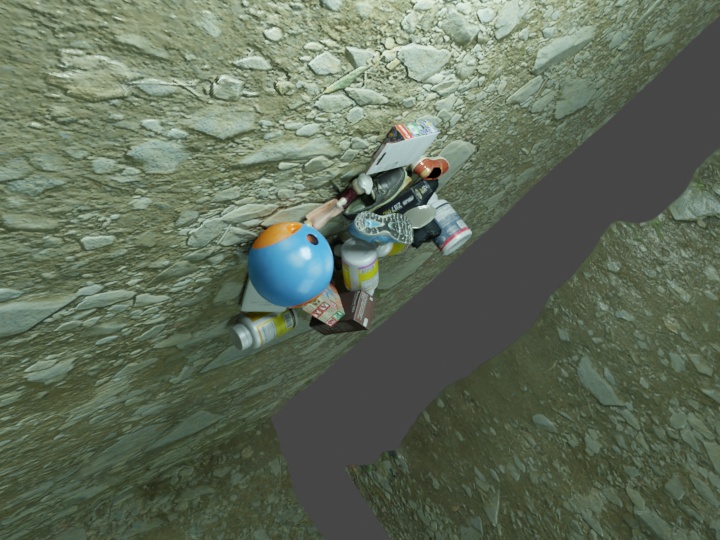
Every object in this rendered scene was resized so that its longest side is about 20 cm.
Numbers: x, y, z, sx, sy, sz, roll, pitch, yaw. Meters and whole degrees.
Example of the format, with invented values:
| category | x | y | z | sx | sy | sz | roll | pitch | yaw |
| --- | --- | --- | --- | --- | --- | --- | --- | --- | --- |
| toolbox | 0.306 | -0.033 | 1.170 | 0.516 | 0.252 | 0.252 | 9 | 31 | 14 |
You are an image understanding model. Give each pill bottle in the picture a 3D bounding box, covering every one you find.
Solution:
| category | x | y | z | sx | sy | sz | roll | pitch | yaw |
| --- | --- | --- | --- | --- | --- | --- | --- | --- | --- |
| pill bottle | 0.000 | 0.000 | 1.698 | 0.104 | 0.104 | 0.200 | -32 | 148 | -20 |
| pill bottle | 0.075 | -0.097 | 1.861 | 0.104 | 0.104 | 0.200 | -44 | 165 | 25 |
| pill bottle | -0.300 | 0.168 | 1.793 | 0.200 | 0.109 | 0.109 | -27 | 163 | -32 |
| pill bottle | 0.260 | -0.161 | 1.901 | 0.119 | 0.200 | 0.120 | -34 | 165 | -10 |

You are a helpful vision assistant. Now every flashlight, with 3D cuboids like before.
| category | x | y | z | sx | sy | sz | roll | pitch | yaw |
| --- | --- | --- | --- | --- | --- | --- | --- | --- | --- |
| flashlight | -0.057 | -0.041 | 1.821 | 0.067 | 0.068 | 0.200 | -11 | 169 | 1 |

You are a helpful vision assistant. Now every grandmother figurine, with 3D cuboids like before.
| category | x | y | z | sx | sy | sz | roll | pitch | yaw |
| --- | --- | --- | --- | --- | --- | --- | --- | --- | --- |
| grandmother figurine | -0.052 | -0.168 | 1.439 | 0.200 | 0.061 | 0.121 | -40 | -166 | -1 |

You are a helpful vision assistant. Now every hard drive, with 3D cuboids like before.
| category | x | y | z | sx | sy | sz | roll | pitch | yaw |
| --- | --- | --- | --- | --- | --- | --- | --- | --- | --- |
| hard drive | -0.257 | 0.062 | 1.615 | 0.131 | 0.027 | 0.200 | 2 | 152 | -18 |

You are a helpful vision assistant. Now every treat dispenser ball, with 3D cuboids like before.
| category | x | y | z | sx | sy | sz | roll | pitch | yaw |
| --- | --- | --- | --- | --- | --- | --- | --- | --- | --- |
| treat dispenser ball | -0.163 | -0.013 | 1.358 | 0.201 | 0.201 | 0.201 | -34 | 166 | -10 |

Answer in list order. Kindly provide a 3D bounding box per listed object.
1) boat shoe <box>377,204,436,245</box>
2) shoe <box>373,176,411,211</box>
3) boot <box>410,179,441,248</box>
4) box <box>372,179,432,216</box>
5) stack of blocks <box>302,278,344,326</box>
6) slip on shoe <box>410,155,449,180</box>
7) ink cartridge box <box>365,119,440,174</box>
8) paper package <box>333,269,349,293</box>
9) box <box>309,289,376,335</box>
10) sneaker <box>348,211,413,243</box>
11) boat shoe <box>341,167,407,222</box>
| category | x | y | z | sx | sy | sz | roll | pitch | yaw |
| --- | --- | --- | --- | --- | --- | --- | --- | --- | --- |
| boat shoe | 0.125 | -0.141 | 1.701 | 0.200 | 0.067 | 0.057 | -29 | -158 | 6 |
| shoe | 0.049 | -0.200 | 1.566 | 0.200 | 0.053 | 0.070 | -36 | -175 | -1 |
| boot | 0.198 | -0.176 | 1.773 | 0.200 | 0.168 | 0.076 | -33 | 167 | -15 |
| box | 0.095 | -0.176 | 1.635 | 0.200 | 0.049 | 0.161 | -32 | -173 | 25 |
| stack of blocks | -0.124 | 0.057 | 1.689 | 0.059 | 0.200 | 0.115 | -43 | 126 | 17 |
| slip on shoe | 0.208 | -0.287 | 1.665 | 0.074 | 0.061 | 0.200 | -45 | 165 | 25 |
| ink cartridge box | 0.089 | -0.295 | 1.378 | 0.200 | 0.050 | 0.109 | -22 | 160 | -42 |
| paper package | -0.087 | 0.074 | 1.909 | 0.190 | 0.104 | 0.200 | -13 | 168 | 7 |
| box | -0.054 | 0.126 | 1.710 | 0.200 | 0.100 | 0.075 | -12 | 142 | 42 |
| sneaker | 0.055 | -0.110 | 1.550 | 0.199 | 0.079 | 0.090 | 10 | 162 | -30 |
| boat shoe | 0.035 | -0.198 | 1.501 | 0.201 | 0.072 | 0.066 | -38 | 171 | 11 |
